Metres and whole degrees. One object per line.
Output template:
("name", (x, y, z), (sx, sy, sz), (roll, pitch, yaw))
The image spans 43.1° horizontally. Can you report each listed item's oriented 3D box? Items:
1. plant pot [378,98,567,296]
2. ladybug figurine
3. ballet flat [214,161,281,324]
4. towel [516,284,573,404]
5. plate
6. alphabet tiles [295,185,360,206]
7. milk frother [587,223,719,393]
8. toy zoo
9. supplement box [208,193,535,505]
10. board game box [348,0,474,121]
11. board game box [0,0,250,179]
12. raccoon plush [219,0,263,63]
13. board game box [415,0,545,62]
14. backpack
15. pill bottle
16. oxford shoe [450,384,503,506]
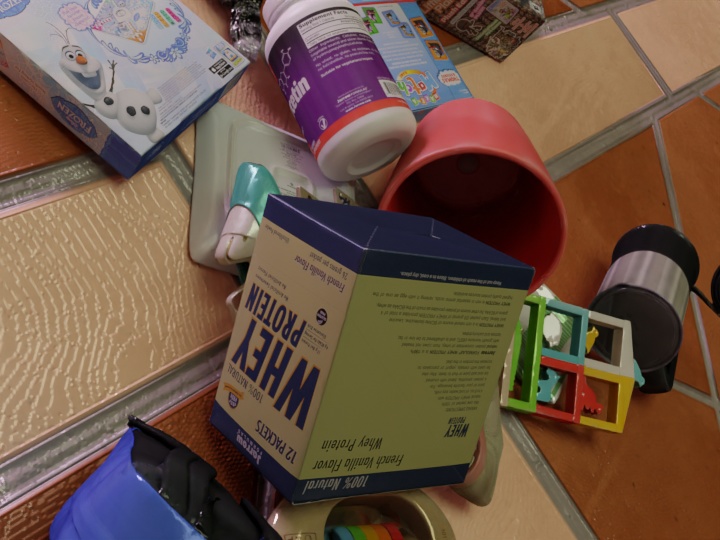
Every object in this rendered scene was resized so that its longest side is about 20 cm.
("plant pot", (0.119, -0.086, 1.000), (0.199, 0.201, 0.178), (34, 30, -17))
("ladybug figurine", (-0.007, 0.237, 0.753), (0.198, 0.072, 0.138), (12, 56, -35))
("ballet flat", (-0.091, 0.002, 0.816), (0.070, 0.067, 0.204), (-16, 92, -42))
("towel", (0.187, 0.046, 1.083), (0.201, 0.023, 0.152), (50, 43, -3))
("plate", (-0.076, -0.073, 0.931), (0.197, 0.032, 0.203), (18, 51, -30))
("alphabet tiles", (0.000, 0.000, 0.914), (0.199, 0.007, 0.170), (34, 41, -49))
("milk frother", (0.407, 0.039, 1.139), (0.182, 0.199, 0.188), (55, 36, -9))
("toy zoo", (0.243, 0.108, 1.037), (0.197, 0.020, 0.134), (16, 74, -21))
("supplement box", (0.009, 0.062, 0.758), (0.198, 0.203, 0.134), (5, 17, -41))
("board game box", (0.046, -0.287, 1.176), (0.150, 0.037, 0.202), (-20, 76, -46))
("board game box", (-0.235, -0.211, 0.871), (0.198, 0.043, 0.201), (41, 44, -5))
("raccoon plush", (-0.166, -0.337, 0.994), (0.132, 0.097, 0.203), (10, 57, -26))
("board game box", (0.157, -0.428, 1.321), (0.198, 0.097, 0.162), (21, 51, -29))
("backpack", (-0.124, 0.206, 0.566), (0.162, 0.200, 0.169), (38, 75, -10))
("pill bottle", (-0.029, -0.203, 0.957), (0.111, 0.112, 0.202), (-11, 68, -44))
("oxford shoe", (0.112, 0.145, 0.936), (0.074, 0.070, 0.202), (53, 35, -36))
